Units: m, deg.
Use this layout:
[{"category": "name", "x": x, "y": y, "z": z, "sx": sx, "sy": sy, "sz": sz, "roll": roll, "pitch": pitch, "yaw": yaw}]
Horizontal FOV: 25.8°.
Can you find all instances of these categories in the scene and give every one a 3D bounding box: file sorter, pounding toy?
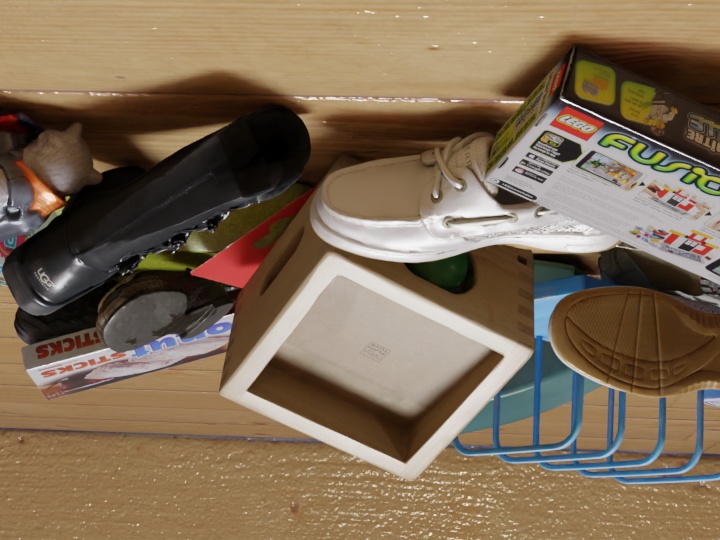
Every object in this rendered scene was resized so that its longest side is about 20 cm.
[{"category": "file sorter", "x": 0.179, "y": 0.089, "z": 1.192, "sx": 0.199, "sy": 0.124, "sz": 0.138, "roll": 14, "pitch": 163, "yaw": -40}, {"category": "pounding toy", "x": 0.036, "y": 0.014, "z": 1.076, "sx": 0.183, "sy": 0.143, "sz": 0.200, "roll": 26, "pitch": 129, "yaw": -17}]

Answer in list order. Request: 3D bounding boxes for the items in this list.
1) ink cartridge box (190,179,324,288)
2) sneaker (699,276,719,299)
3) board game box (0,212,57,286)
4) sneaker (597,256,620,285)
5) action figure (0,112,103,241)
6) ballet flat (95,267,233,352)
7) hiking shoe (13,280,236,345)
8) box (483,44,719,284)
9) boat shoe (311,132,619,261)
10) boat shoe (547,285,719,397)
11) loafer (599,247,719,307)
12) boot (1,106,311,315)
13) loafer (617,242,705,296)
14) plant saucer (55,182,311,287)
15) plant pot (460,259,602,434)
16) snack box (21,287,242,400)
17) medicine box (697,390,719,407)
[{"category": "ink cartridge box", "x": 0.000, "y": 0.000, "z": 1.156, "sx": 0.161, "sy": 0.050, "sz": 0.200, "roll": -33, "pitch": 153, "yaw": 27}, {"category": "sneaker", "x": 0.248, "y": -0.053, "z": 0.946, "sx": 0.077, "sy": 0.083, "sz": 0.200, "roll": 18, "pitch": 155, "yaw": 8}, {"category": "board game box", "x": -0.348, "y": -0.028, "z": 1.200, "sx": 0.199, "sy": 0.065, "sz": 0.147, "roll": -4, "pitch": 168, "yaw": 24}, {"category": "sneaker", "x": 0.244, "y": 0.032, "z": 1.322, "sx": 0.073, "sy": 0.083, "sz": 0.200, "roll": 0, "pitch": 167, "yaw": 19}, {"category": "action figure", "x": -0.249, "y": -0.033, "z": 1.006, "sx": 0.193, "sy": 0.105, "sz": 0.200, "roll": -26, "pitch": 167, "yaw": 11}, {"category": "ballet flat", "x": -0.145, "y": 0.020, "z": 1.126, "sx": 0.067, "sy": 0.046, "sz": 0.200, "roll": -39, "pitch": 171, "yaw": 12}, {"category": "hiking shoe", "x": -0.192, "y": 0.049, "z": 1.318, "sx": 0.199, "sy": 0.076, "sz": 0.101, "roll": -11, "pitch": 131, "yaw": -27}, {"category": "box", "x": 0.180, "y": -0.045, "z": 0.868, "sx": 0.199, "sy": 0.035, "sz": 0.110, "roll": 23, "pitch": 154, "yaw": -9}, {"category": "boat shoe", "x": 0.069, "y": -0.053, "z": 0.955, "sx": 0.199, "sy": 0.071, "sz": 0.069, "roll": -3, "pitch": 144, "yaw": -2}, {"category": "boat shoe", "x": 0.208, "y": 0.051, "z": 1.083, "sx": 0.199, "sy": 0.071, "sz": 0.069, "roll": 9, "pitch": 180, "yaw": -22}, {"category": "loafer", "x": 0.278, "y": 0.001, "z": 1.186, "sx": 0.199, "sy": 0.070, "sz": 0.070, "roll": 7, "pitch": 179, "yaw": -18}, {"category": "boot", "x": -0.114, "y": -0.055, "z": 0.996, "sx": 0.199, "sy": 0.066, "sz": 0.165, "roll": -30, "pitch": -165, "yaw": 33}, {"category": "loafer", "x": 0.220, "y": -0.014, "z": 1.068, "sx": 0.199, "sy": 0.070, "sz": 0.075, "roll": 11, "pitch": -159, "yaw": -39}, {"category": "plant saucer", "x": -0.131, "y": -0.023, "z": 1.214, "sx": 0.199, "sy": 0.048, "sz": 0.200, "roll": 2, "pitch": 169, "yaw": 3}, {"category": "plant pot", "x": 0.111, "y": 0.064, "z": 1.382, "sx": 0.199, "sy": 0.142, "sz": 0.141, "roll": -10, "pitch": 165, "yaw": 21}, {"category": "snack box", "x": -0.165, "y": 0.057, "z": 1.259, "sx": 0.199, "sy": 0.024, "sz": 0.072, "roll": -15, "pitch": 155, "yaw": -3}, {"category": "medicine box", "x": 0.442, "y": 0.079, "z": 1.459, "sx": 0.199, "sy": 0.104, "sz": 0.182, "roll": 13, "pitch": 164, "yaw": -42}]
